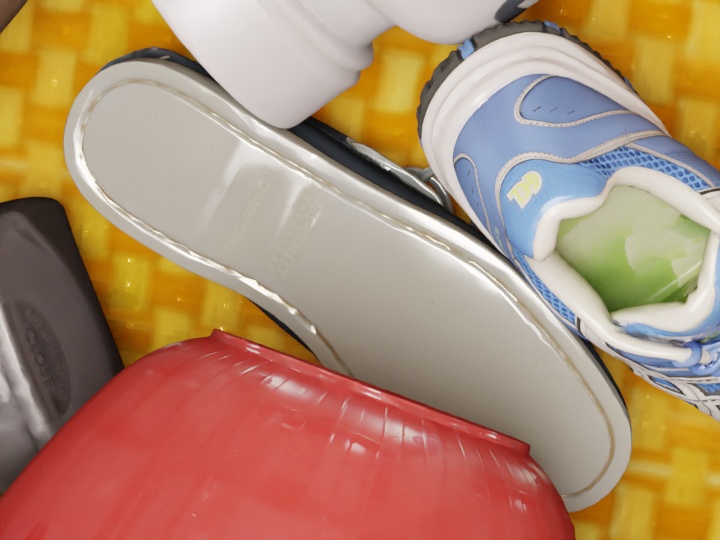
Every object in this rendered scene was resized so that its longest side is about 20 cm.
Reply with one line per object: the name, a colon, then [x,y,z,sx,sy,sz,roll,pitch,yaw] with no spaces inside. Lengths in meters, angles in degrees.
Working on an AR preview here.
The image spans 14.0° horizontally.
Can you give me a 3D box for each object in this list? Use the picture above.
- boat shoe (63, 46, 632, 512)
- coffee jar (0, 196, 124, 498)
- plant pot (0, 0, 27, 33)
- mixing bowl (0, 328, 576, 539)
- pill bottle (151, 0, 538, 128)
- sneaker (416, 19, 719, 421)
boat shoe: [0.000,0.000,0.896,0.199,0.062,0.075,31,110,4]
coffee jar: [-0.169,0.052,0.919,0.199,0.085,0.105,-22,93,12]
plant pot: [-0.170,-0.102,0.825,0.174,0.200,0.201,-36,95,6]
mixing bowl: [-0.014,0.083,0.813,0.199,0.200,0.109,21,89,3]
pill bottle: [0.029,-0.136,0.831,0.200,0.120,0.120,-37,95,14]
sneaker: [0.098,0.009,0.849,0.199,0.077,0.076,30,111,-30]
